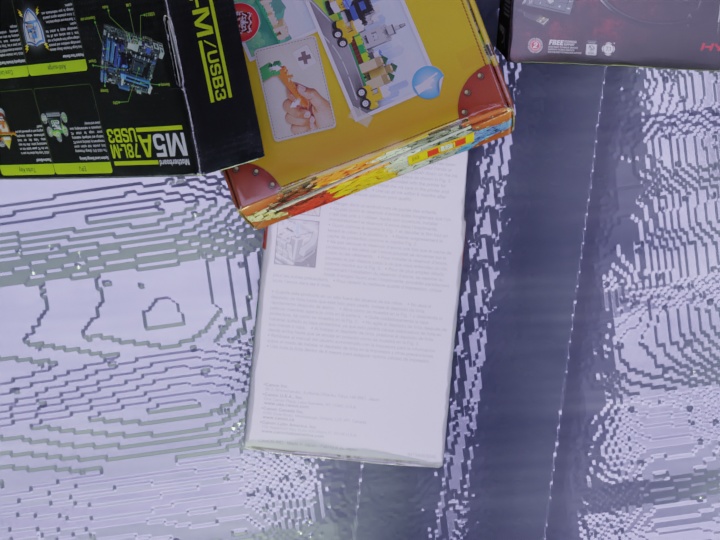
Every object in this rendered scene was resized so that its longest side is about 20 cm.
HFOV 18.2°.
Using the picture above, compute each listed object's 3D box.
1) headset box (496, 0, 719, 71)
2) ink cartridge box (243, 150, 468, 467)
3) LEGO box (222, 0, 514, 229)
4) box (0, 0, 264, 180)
[{"bbox_3d":[0.151,-0.208,1.165,0.147,0.077,0.202,3,102,-2],"label":"headset box"},{"bbox_3d":[0.000,0.000,1.211,0.108,0.050,0.202,6,92,-2],"label":"ink cartridge box"},{"bbox_3d":[-0.024,-0.143,1.146,0.148,0.077,0.202,-20,84,1],"label":"LEGO box"},{"bbox_3d":[-0.137,-0.143,1.119,0.047,0.199,0.195,-21,103,-36],"label":"box"}]
